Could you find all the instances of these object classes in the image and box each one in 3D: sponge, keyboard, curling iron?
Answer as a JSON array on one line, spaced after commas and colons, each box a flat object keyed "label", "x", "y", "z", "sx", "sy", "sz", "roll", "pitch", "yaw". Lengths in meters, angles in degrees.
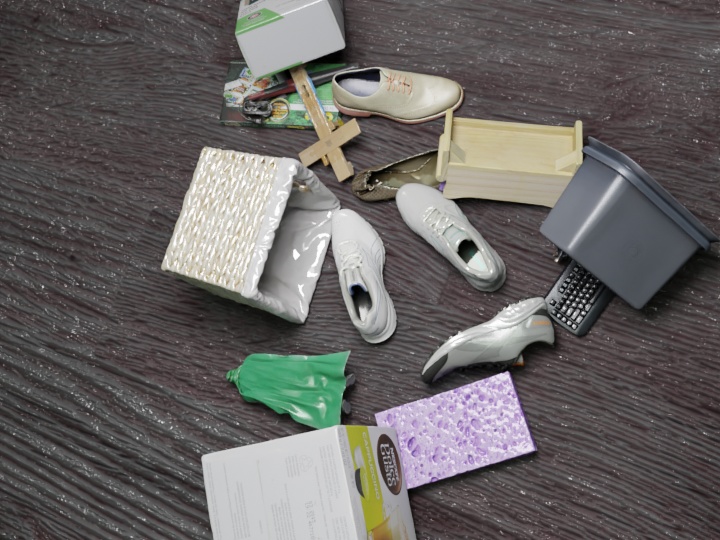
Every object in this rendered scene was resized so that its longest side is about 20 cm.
[{"label": "sponge", "x": 0.128, "y": 0.220, "z": 1.277, "sx": 0.198, "sy": 0.030, "sz": 0.113, "roll": -19, "pitch": 73, "yaw": 11}, {"label": "keyboard", "x": 0.315, "y": -0.019, "z": 1.275, "sx": 0.104, "sy": 0.040, "sz": 0.201, "roll": 34, "pitch": 87, "yaw": 19}, {"label": "curling iron", "x": -0.093, "y": -0.276, "z": 1.437, "sx": 0.198, "sy": 0.026, "sz": 0.050, "roll": -22, "pitch": 94, "yaw": 5}]

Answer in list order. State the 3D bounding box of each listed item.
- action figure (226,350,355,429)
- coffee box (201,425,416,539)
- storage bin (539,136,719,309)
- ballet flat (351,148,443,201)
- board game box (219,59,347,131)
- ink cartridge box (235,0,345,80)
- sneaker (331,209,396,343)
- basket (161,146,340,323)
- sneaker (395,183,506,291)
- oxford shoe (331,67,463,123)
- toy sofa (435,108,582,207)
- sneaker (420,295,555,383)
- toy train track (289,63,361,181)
[{"label": "action figure", "x": -0.107, "y": 0.162, "z": 1.344, "sx": 0.198, "sy": 0.055, "sz": 0.120, "roll": 6, "pitch": 80, "yaw": 24}, {"label": "coffee box", "x": -0.057, "y": 0.317, "z": 1.205, "sx": 0.198, "sy": 0.197, "sz": 0.202, "roll": -17, "pitch": 74, "yaw": 21}, {"label": "storage bin", "x": 0.327, "y": -0.055, "z": 1.197, "sx": 0.135, "sy": 0.199, "sz": 0.146, "roll": -51, "pitch": 29, "yaw": 8}, {"label": "ballet flat", "x": 0.080, "y": -0.142, "z": 1.366, "sx": 0.197, "sy": 0.046, "sz": 0.068, "roll": -11, "pitch": 75, "yaw": 13}, {"label": "board game box", "x": -0.120, "y": -0.274, "z": 1.466, "sx": 0.197, "sy": 0.023, "sz": 0.106, "roll": 6, "pitch": 78, "yaw": 17}, {"label": "ink cartridge box", "x": -0.103, "y": -0.384, "z": 1.401, "sx": 0.144, "sy": 0.085, "sz": 0.201, "roll": -18, "pitch": 37, "yaw": 10}, {"label": "sneaker", "x": 0.000, "y": 0.000, "z": 1.335, "sx": 0.074, "sy": 0.087, "sz": 0.202, "roll": -22, "pitch": 71, "yaw": 12}, {"label": "basket", "x": -0.149, "y": -0.052, "z": 1.331, "sx": 0.159, "sy": 0.198, "sz": 0.202, "roll": 16, "pitch": 82, "yaw": 20}, {"label": "sneaker", "x": 0.126, "y": -0.056, "z": 1.308, "sx": 0.200, "sy": 0.080, "sz": 0.071, "roll": 44, "pitch": 92, "yaw": 15}, {"label": "oxford shoe", "x": 0.053, "y": -0.262, "z": 1.382, "sx": 0.197, "sy": 0.074, "sz": 0.072, "roll": -1, "pitch": 77, "yaw": 6}, {"label": "toy sofa", "x": 0.206, "y": -0.155, "z": 1.305, "sx": 0.197, "sy": 0.098, "sz": 0.084, "roll": 6, "pitch": 55, "yaw": 5}, {"label": "sneaker", "x": 0.172, "y": 0.108, "z": 1.270, "sx": 0.199, "sy": 0.074, "sz": 0.080, "roll": -28, "pitch": 79, "yaw": 9}, {"label": "toy train track", "x": -0.057, "y": -0.231, "z": 1.408, "sx": 0.114, "sy": 0.032, "sz": 0.202, "roll": -26, "pitch": 87, "yaw": 32}]
